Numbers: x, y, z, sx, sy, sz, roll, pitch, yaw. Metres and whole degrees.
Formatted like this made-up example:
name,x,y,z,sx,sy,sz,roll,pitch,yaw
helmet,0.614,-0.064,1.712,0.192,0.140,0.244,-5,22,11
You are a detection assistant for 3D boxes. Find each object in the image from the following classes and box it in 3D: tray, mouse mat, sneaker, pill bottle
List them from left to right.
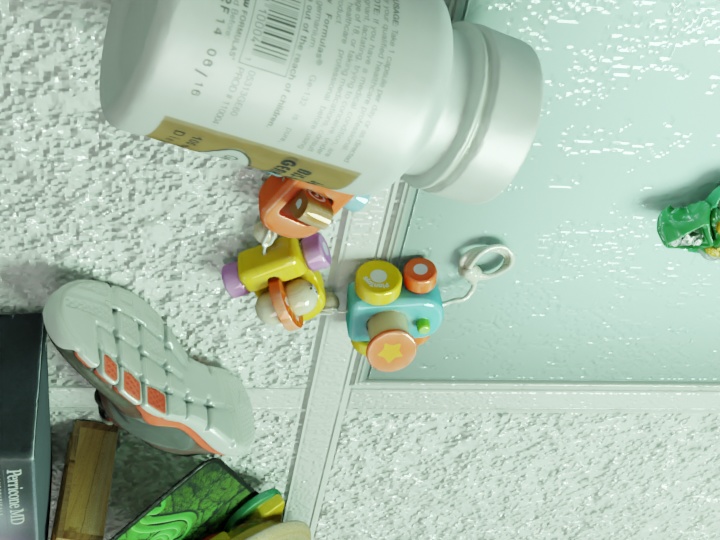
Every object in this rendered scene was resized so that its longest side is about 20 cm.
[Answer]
name,x,y,z,sx,sy,sz,roll,pitch,yaw
tray,-0.220,0.212,0.972,0.037,0.099,0.200,10,137,-11
sneaker,-0.154,0.081,0.852,0.082,0.077,0.200,-20,138,24
mouse mat,-0.145,0.213,0.960,0.161,0.008,0.200,-40,157,-7
pill bottle,-0.017,-0.099,0.626,0.200,0.115,0.114,14,135,-24

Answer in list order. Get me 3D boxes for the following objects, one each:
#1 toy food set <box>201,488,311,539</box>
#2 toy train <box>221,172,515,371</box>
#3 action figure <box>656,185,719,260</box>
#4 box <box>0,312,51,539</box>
name,x,y,z,sx,sy,sz,roll,pitch,yaw
toy food set,-0.119,0.262,1.020,0.198,0.049,0.200,-31,155,-27
toy train,0.000,0.000,0.791,0.200,0.056,0.150,27,129,-34
action figure,0.286,-0.025,0.813,0.199,0.055,0.118,2,142,-4
box,-0.309,0.130,0.846,0.198,0.123,0.200,0,140,-11
